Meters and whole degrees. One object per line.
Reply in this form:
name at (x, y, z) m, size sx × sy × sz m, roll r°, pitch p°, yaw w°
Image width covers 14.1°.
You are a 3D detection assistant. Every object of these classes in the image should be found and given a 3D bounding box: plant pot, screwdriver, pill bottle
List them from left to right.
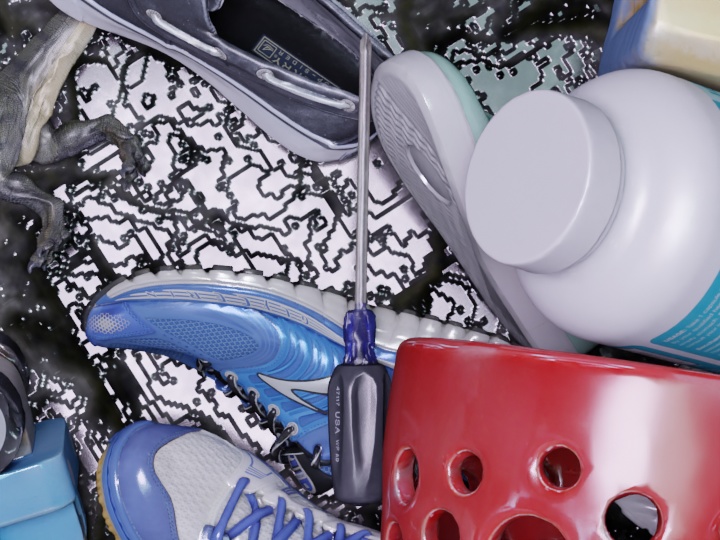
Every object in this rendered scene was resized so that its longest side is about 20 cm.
screwdriver at (0.000, 0.000, 1.236) m, size 0.028 × 0.029 × 0.200 m, roll 1°, pitch 86°, yaw -7°
plant pot at (0.099, 0.126, 1.148) m, size 0.200 × 0.200 × 0.183 m, roll 10°, pitch 86°, yaw -1°
pill bottle at (0.137, -0.017, 1.173) m, size 0.200 × 0.111 × 0.111 m, roll 15°, pitch 88°, yaw -41°

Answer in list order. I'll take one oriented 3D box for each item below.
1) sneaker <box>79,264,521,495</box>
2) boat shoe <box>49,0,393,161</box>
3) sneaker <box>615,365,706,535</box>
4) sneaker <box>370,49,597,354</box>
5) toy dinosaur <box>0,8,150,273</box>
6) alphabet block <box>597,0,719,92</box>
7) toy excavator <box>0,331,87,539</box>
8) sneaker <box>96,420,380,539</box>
sneaker at (-0.028, 0.050, 1.273) m, size 0.200 × 0.079 × 0.089 m, roll 15°, pitch 86°, yaw -1°
boat shoe at (-0.069, -0.124, 1.270) m, size 0.200 × 0.068 × 0.072 m, roll 37°, pitch 63°, yaw -3°
sneaker at (0.206, 0.105, 1.255) m, size 0.200 × 0.078 × 0.099 m, roll 31°, pitch 108°, yaw 5°
sneaker at (0.083, -0.053, 1.240) m, size 0.118 × 0.200 × 0.074 m, roll -39°, pitch 49°, yaw -4°
toy dinosaur at (-0.148, -0.055, 1.292) m, size 0.088 × 0.047 × 0.200 m, roll 42°, pitch 85°, yaw 7°
alphabet block at (0.225, -0.151, 1.226) m, size 0.200 × 0.195 × 0.197 m, roll 14°, pitch 90°, yaw -1°
toy excavator at (-0.146, 0.128, 1.272) m, size 0.194 × 0.100 × 0.200 m, roll -16°, pitch 103°, yaw -2°
sneaker at (-0.019, 0.122, 1.235) m, size 0.200 × 0.088 × 0.075 m, roll 37°, pitch 57°, yaw -24°
